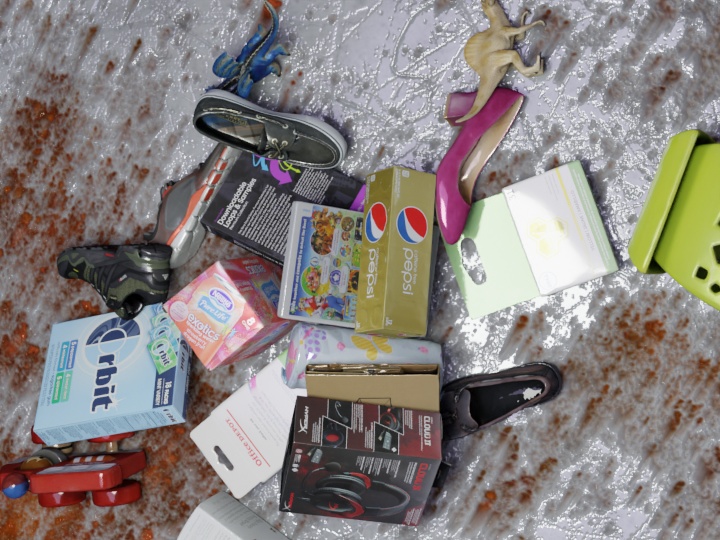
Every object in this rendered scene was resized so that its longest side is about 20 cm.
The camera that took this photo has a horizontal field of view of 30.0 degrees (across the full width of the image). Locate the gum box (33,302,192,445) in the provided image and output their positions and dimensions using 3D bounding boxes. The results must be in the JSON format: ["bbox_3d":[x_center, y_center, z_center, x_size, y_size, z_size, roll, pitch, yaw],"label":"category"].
[{"bbox_3d":[-0.320,0.132,1.767,0.199,0.045,0.170,-10,51,15],"label":"gum box"}]

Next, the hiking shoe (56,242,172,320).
[{"bbox_3d":[-0.330,0.016,1.774,0.199,0.076,0.101,-1,92,39],"label":"hiking shoe"}]

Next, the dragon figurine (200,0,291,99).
[{"bbox_3d":[-0.146,-0.257,1.702,0.059,0.200,0.099,46,66,2],"label":"dragon figurine"}]

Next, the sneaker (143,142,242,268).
[{"bbox_3d":[-0.226,-0.103,1.766,0.082,0.077,0.200,35,100,17],"label":"sneaker"}]

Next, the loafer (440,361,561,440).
[{"bbox_3d":[0.152,0.164,1.682,0.199,0.063,0.072,-22,87,16],"label":"loafer"}]

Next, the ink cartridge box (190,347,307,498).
[{"bbox_3d":[-0.110,0.192,1.751,0.200,0.067,0.117,-39,84,12],"label":"ink cartridge box"}]

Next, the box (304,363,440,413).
[{"bbox_3d":[0.019,0.187,1.661,0.163,0.021,0.200,0,134,3],"label":"box"}]

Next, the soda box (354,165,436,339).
[{"bbox_3d":[0.043,-0.020,1.631,0.068,0.064,0.201,-12,71,58],"label":"soda box"}]

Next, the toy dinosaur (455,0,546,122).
[{"bbox_3d":[0.174,-0.258,1.655,0.101,0.058,0.201,5,71,14],"label":"toy dinosaur"}]

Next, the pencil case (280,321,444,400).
[{"bbox_3d":[0.004,0.119,1.670,0.199,0.083,0.091,11,134,-12],"label":"pencil case"}]

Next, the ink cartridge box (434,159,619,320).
[{"bbox_3d":[0.203,-0.035,1.669,0.199,0.048,0.146,-20,87,13],"label":"ink cartridge box"}]

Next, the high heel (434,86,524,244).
[{"bbox_3d":[0.148,-0.130,1.658,0.096,0.067,0.201,1,72,24],"label":"high heel"}]

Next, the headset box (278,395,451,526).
[{"bbox_3d":[0.008,0.235,1.638,0.199,0.075,0.149,8,136,-7],"label":"headset box"}]

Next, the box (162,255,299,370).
[{"bbox_3d":[-0.149,0.050,1.686,0.095,0.200,0.103,-37,82,14],"label":"box"}]

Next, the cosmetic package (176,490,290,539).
[{"bbox_3d":[-0.134,0.380,1.750,0.200,0.102,0.074,33,101,10],"label":"cosmetic package"}]

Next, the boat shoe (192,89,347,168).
[{"bbox_3d":[-0.116,-0.167,1.686,0.199,0.057,0.069,19,127,0],"label":"boat shoe"}]

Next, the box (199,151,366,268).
[{"bbox_3d":[-0.086,-0.076,1.720,0.199,0.036,0.143,27,73,11],"label":"box"}]

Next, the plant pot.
[{"bbox_3d":[0.422,-0.056,1.537,0.181,0.200,0.200,22,98,20],"label":"plant pot"}]

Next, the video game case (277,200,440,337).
[{"bbox_3d":[0.000,0.000,1.669,0.199,0.018,0.144,9,88,-25],"label":"video game case"}]

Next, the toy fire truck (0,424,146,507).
[{"bbox_3d":[-0.388,0.263,1.776,0.199,0.168,0.113,-4,91,15],"label":"toy fire truck"}]
